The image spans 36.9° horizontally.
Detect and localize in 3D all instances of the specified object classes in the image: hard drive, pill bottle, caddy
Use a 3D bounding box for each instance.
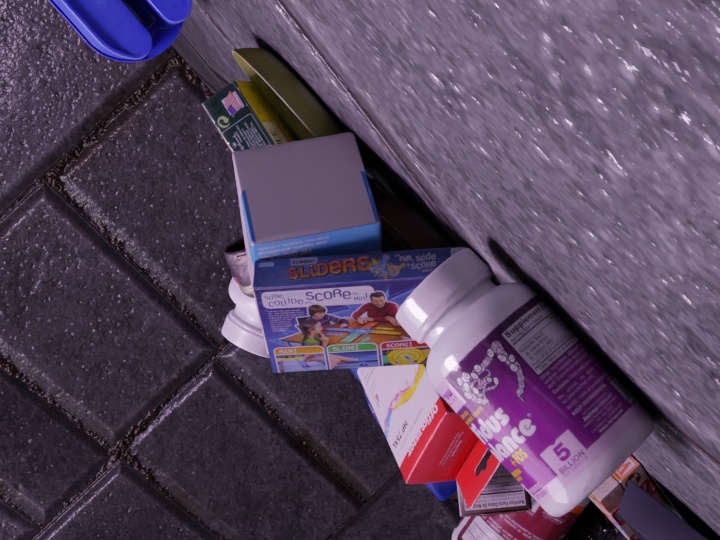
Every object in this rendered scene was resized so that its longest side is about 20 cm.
[{"bbox_3d":[0.349,0.304,1.086,0.135,0.042,0.200,49,173,-37],"label":"hard drive"},{"bbox_3d":[-0.099,0.003,1.361,0.111,0.202,0.112,24,-172,-3],"label":"pill bottle"},{"bbox_3d":[0.185,0.322,1.336,0.114,0.201,0.114,33,-170,-6],"label":"pill bottle"},{"bbox_3d":[-0.291,-0.339,1.272,0.200,0.141,0.105,49,174,-24],"label":"caddy"},{"bbox_3d":[0.122,0.082,0.844,0.200,0.112,0.112,47,178,13],"label":"pill bottle"}]

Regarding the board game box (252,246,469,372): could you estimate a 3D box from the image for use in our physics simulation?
[{"bbox_3d":[0.006,0.040,1.023,0.136,0.198,0.035,84,-176,-50],"label":"board game box"}]

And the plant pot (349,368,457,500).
[{"bbox_3d":[0.104,0.142,1.422,0.180,0.199,0.200,57,174,-34],"label":"plant pot"}]

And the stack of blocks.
[{"bbox_3d":[0.258,0.212,1.241,0.115,0.059,0.200,49,178,-37],"label":"stack of blocks"}]

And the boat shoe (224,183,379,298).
[{"bbox_3d":[-0.070,-0.044,1.233,0.073,0.199,0.075,51,-168,-29],"label":"boat shoe"}]

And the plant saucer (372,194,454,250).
[{"bbox_3d":[0.076,-0.013,1.134,0.201,0.037,0.200,49,178,2],"label":"plant saucer"}]

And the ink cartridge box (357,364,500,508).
[{"bbox_3d":[0.074,0.142,1.149,0.067,0.117,0.201,1,-138,-28],"label":"ink cartridge box"}]

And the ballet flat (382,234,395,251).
[{"bbox_3d":[0.017,-0.056,1.301,0.201,0.067,0.070,52,-169,-1],"label":"ballet flat"}]

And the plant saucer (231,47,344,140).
[{"bbox_3d":[-0.062,-0.170,1.170,0.200,0.031,0.200,49,179,1],"label":"plant saucer"}]

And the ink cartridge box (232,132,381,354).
[{"bbox_3d":[-0.052,-0.016,1.096,0.201,0.124,0.129,89,168,-49],"label":"ink cartridge box"}]

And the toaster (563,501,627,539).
[{"bbox_3d":[0.278,0.331,1.421,0.181,0.200,0.118,45,-172,39],"label":"toaster"}]

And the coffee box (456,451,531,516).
[{"bbox_3d":[0.143,0.173,1.221,0.114,0.079,0.202,48,-145,-75],"label":"coffee box"}]

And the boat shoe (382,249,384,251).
[{"bbox_3d":[0.000,0.000,1.227,0.071,0.069,0.199,8,176,-39],"label":"boat shoe"}]

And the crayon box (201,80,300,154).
[{"bbox_3d":[-0.109,-0.158,1.279,0.128,0.051,0.200,57,-167,-3],"label":"crayon box"}]
